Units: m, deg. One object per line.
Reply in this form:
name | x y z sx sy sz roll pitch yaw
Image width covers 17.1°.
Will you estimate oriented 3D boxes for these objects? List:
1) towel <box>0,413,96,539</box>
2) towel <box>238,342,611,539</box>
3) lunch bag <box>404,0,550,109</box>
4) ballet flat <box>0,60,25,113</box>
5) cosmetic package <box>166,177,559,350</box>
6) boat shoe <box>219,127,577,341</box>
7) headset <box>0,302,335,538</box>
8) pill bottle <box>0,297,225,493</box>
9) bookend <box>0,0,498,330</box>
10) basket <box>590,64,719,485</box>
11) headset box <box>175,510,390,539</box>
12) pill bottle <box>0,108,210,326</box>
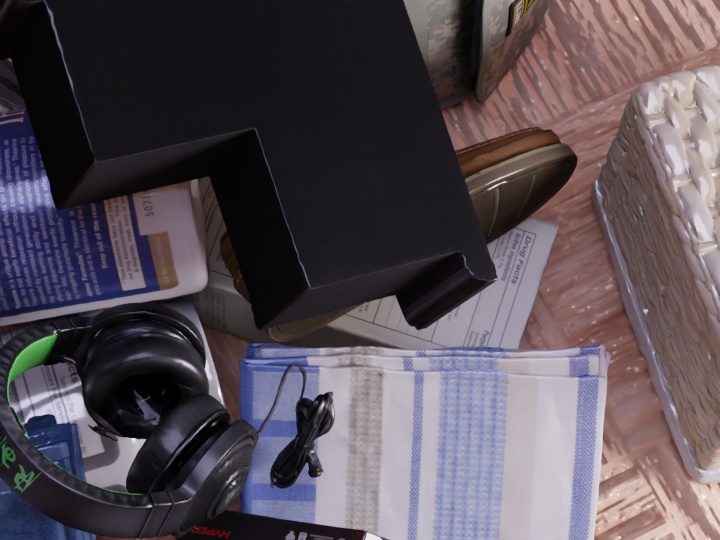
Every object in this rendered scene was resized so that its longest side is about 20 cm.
towel | -0.184 0.176 1.221 0.111 0.049 0.200 -10 109 -10
towel | 0.033 0.106 1.294 0.199 0.024 0.147 0 112 -2
lunch bag | 0.031 -0.166 1.364 0.200 0.164 0.118 -20 67 -9
ballet flat | -0.192 -0.079 1.381 0.200 0.067 0.046 34 112 8
cosmetic package | 0.000 0.000 1.347 0.200 0.073 0.104 19 69 4
boat shoe | 0.020 -0.038 1.286 0.200 0.072 0.068 -25 63 -19
headset | -0.099 0.083 1.190 0.200 0.094 0.124 -4 47 -36
pill bottle | -0.174 0.086 1.283 0.200 0.114 0.114 -15 70 -9
bookend | -0.065 -0.054 1.169 0.198 0.092 0.200 -15 80 -25
basket | 0.253 -0.016 1.322 0.198 0.161 0.200 -15 69 -8
headset box | -0.045 0.228 1.200 0.077 0.149 0.200 25 75 -38
pill bottle | -0.185 -0.028 1.261 0.200 0.111 0.111 -9 69 -1
